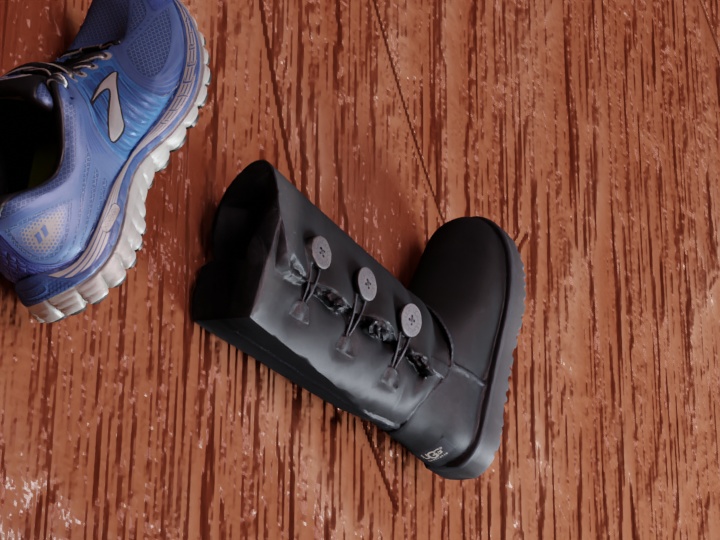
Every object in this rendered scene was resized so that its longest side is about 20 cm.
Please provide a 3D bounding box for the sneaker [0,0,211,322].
[{"bbox_3d":[-0.132,-0.075,1.290,0.089,0.078,0.201,48,38,-32],"label":"sneaker"}]

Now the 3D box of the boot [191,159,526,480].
[{"bbox_3d":[0.000,0.001,1.457,0.200,0.065,0.166,33,45,-36],"label":"boot"}]
